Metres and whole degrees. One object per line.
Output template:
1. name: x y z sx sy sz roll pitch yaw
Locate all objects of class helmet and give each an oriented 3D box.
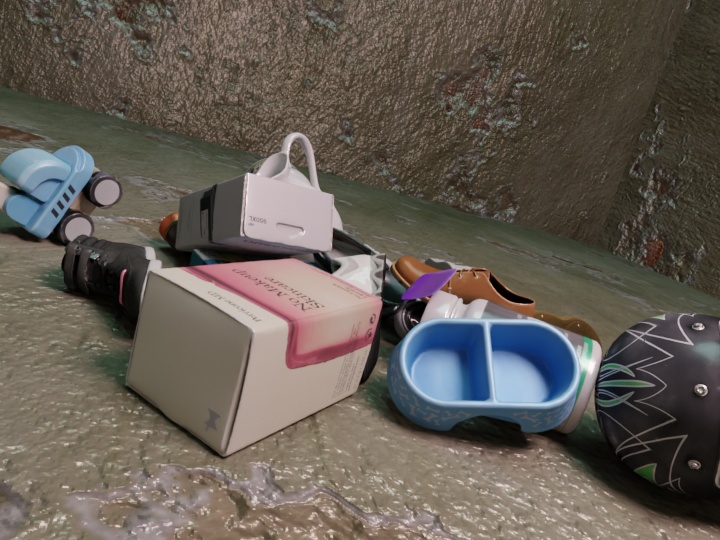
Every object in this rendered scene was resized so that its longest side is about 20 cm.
1. helmet: 0.340 0.136 0.585 0.189 0.202 0.200 12 14 -6

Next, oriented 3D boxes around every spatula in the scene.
1. spatula: 0.051 0.042 0.734 0.021 0.200 0.056 48 56 -2

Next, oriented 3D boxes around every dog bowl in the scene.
1. dog bowl: 0.127 0.100 0.575 0.197 0.113 0.050 2 -31 0

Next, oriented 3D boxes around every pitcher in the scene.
1. pitcher: -0.103 -0.123 1.003 0.120 0.172 0.200 5 -37 44

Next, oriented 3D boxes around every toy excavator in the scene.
1. toy excavator: -0.450 -0.102 0.735 0.099 0.195 0.200 26 -11 35

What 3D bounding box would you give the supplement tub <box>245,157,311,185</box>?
1. supplement tub: -0.174 -0.154 1.199 0.143 0.146 0.200 11 14 -20

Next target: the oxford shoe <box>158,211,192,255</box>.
1. oxford shoe: -0.227 -0.049 0.929 0.199 0.072 0.073 -7 47 -49

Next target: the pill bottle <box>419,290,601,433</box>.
1. pill bottle: 0.167 0.102 0.672 0.198 0.114 0.113 20 14 15

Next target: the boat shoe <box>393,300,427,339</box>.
1. boat shoe: 0.143 0.078 0.797 0.198 0.071 0.066 17 -29 -27

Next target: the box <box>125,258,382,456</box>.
1. box: -0.089 0.063 0.528 0.127 0.110 0.199 24 15 27

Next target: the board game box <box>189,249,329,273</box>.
1. board game box: -0.115 0.025 0.777 0.198 0.047 0.151 6 18 -38

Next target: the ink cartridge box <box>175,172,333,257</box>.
1. ink cartridge box: -0.152 -0.068 0.803 0.144 0.085 0.199 8 -8 -41

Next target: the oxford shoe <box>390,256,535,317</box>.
1. oxford shoe: 0.136 0.020 0.754 0.198 0.072 0.071 24 29 8

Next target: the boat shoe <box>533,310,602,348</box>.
1. boat shoe: 0.308 0.109 0.902 0.199 0.074 0.065 22 -27 -31

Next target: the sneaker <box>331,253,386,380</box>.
1. sneaker: -0.016 0.052 0.691 0.087 0.075 0.201 4 36 2

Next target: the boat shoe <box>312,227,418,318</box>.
1. boat shoe: 0.000 0.000 0.843 0.199 0.061 0.076 29 61 25

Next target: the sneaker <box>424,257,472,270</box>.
1. sneaker: 0.203 0.022 1.110 0.114 0.074 0.200 10 14 -12

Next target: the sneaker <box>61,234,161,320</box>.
1. sneaker: -0.273 0.010 0.617 0.098 0.072 0.200 7 10 -27

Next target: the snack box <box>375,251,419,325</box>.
1. snack box: 0.043 0.027 0.917 0.024 0.072 0.200 60 -9 -29
